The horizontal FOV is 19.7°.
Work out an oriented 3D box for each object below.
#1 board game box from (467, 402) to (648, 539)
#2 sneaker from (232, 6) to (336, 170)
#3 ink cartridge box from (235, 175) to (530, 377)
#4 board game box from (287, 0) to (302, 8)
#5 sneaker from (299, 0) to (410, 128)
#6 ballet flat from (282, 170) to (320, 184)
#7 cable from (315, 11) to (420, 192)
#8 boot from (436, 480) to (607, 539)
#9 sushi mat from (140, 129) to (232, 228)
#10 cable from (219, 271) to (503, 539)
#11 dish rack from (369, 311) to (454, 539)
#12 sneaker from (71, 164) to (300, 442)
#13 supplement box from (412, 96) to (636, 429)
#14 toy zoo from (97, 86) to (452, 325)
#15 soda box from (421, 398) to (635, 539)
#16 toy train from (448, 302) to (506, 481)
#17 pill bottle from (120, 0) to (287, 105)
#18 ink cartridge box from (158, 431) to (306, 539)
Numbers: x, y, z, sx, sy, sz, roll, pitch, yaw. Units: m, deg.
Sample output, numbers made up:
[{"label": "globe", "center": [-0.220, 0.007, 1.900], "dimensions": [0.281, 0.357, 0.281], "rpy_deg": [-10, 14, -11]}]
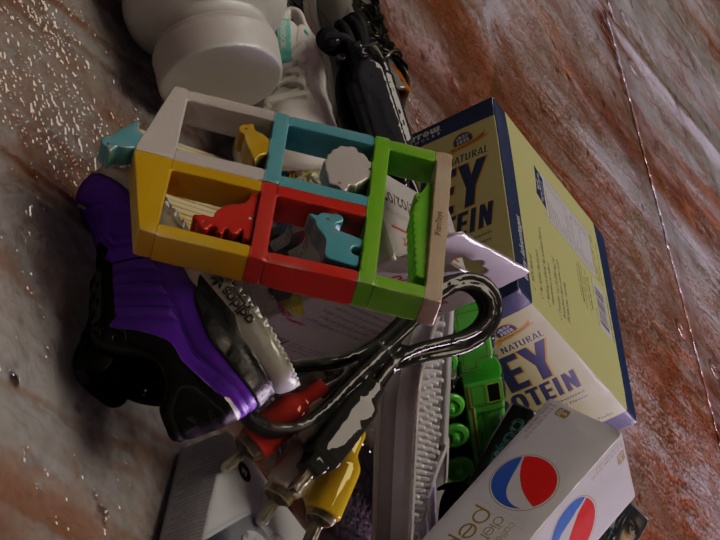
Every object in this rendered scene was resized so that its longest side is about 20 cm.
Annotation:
[{"label": "board game box", "center": [0.135, 0.200, 1.544], "dimensions": [0.200, 0.028, 0.136], "rpy_deg": [42, 73, -46]}, {"label": "sneaker", "center": [-0.053, -0.129, 1.442], "dimensions": [0.200, 0.075, 0.089], "rpy_deg": [-98, -174, -68]}, {"label": "ink cartridge box", "center": [-0.010, 0.000, 1.282], "dimensions": [0.115, 0.199, 0.068], "rpy_deg": [25, 45, -59]}, {"label": "board game box", "center": [-0.057, -0.225, 1.639], "dimensions": [0.200, 0.029, 0.135], "rpy_deg": [45, 31, -43]}, {"label": "sneaker", "center": [0.003, -0.166, 1.586], "dimensions": [0.074, 0.079, 0.201], "rpy_deg": [10, 74, -54]}, {"label": "ballet flat", "center": [0.000, 0.000, 1.493], "dimensions": [0.076, 0.064, 0.201], "rpy_deg": [20, 50, -60]}, {"label": "cable", "center": [0.012, -0.080, 1.453], "dimensions": [0.163, 0.051, 0.201], "rpy_deg": [-120, -170, -83]}, {"label": "boot", "center": [0.114, 0.234, 1.428], "dimensions": [0.138, 0.077, 0.201], "rpy_deg": [1, 71, -46]}, {"label": "sushi mat", "center": [-0.088, -0.035, 1.391], "dimensions": [0.200, 0.012, 0.096], "rpy_deg": [16, 53, -63]}, {"label": "cable", "center": [-0.004, 0.062, 1.208], "dimensions": [0.097, 0.050, 0.200], "rpy_deg": [46, 62, -9]}, {"label": "dish rack", "center": [0.030, 0.114, 1.379], "dimensions": [0.172, 0.043, 0.201], "rpy_deg": [-67, 162, -61]}, {"label": "sneaker", "center": [-0.126, 0.021, 1.159], "dimensions": [0.200, 0.099, 0.070], "rpy_deg": [46, -13, 38]}, {"label": "supplement box", "center": [0.101, 0.015, 1.616], "dimensions": [0.200, 0.134, 0.201], "rpy_deg": [46, 29, -42]}, {"label": "toy zoo", "center": [-0.049, -0.042, 1.160], "dimensions": [0.199, 0.021, 0.131], "rpy_deg": [13, 41, -6]}, {"label": "soda box", "center": [0.093, 0.178, 1.335], "dimensions": [0.200, 0.064, 0.068], "rpy_deg": [-45, 139, -28]}, {"label": "toy train", "center": [0.079, 0.093, 1.504], "dimensions": [0.042, 0.056, 0.201], "rpy_deg": [-107, -175, -53]}, {"label": "pill bottle", "center": [-0.109, -0.209, 1.386], "dimensions": [0.112, 0.112, 0.201], "rpy_deg": [31, 40, -56]}, {"label": "ink cartridge box", "center": [-0.051, 0.224, 1.173], "dimensions": [0.200, 0.040, 0.200], "rpy_deg": [55, 24, -26]}]
